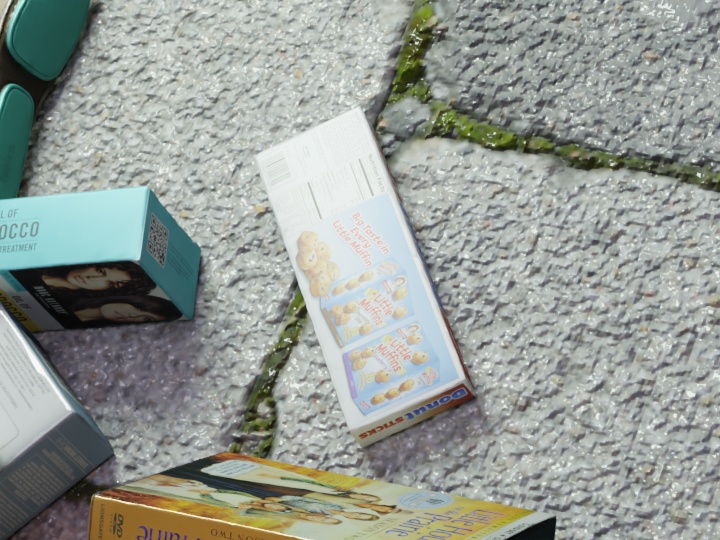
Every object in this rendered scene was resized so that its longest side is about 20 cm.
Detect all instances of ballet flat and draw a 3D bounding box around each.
[{"bbox_3d":[-0.231,-0.123,1.386,0.067,0.068,0.201,3,62,30],"label":"ballet flat"}]

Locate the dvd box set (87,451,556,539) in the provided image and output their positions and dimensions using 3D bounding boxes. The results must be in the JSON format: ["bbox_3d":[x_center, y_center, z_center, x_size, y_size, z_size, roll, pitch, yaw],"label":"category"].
[{"bbox_3d":[-0.017,0.132,1.119,0.199,0.146,0.030,8,98,25],"label":"dvd box set"}]

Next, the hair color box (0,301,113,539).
[{"bbox_3d":[-0.252,0.122,1.259,0.200,0.061,0.099,-38,57,-3],"label":"hair color box"}]

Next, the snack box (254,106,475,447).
[{"bbox_3d":[0.000,0.000,1.253,0.072,0.024,0.201,-24,57,6],"label":"snack box"}]

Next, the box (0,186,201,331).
[{"bbox_3d":[-0.202,-0.002,1.296,0.199,0.082,0.049,-5,62,19],"label":"box"}]
